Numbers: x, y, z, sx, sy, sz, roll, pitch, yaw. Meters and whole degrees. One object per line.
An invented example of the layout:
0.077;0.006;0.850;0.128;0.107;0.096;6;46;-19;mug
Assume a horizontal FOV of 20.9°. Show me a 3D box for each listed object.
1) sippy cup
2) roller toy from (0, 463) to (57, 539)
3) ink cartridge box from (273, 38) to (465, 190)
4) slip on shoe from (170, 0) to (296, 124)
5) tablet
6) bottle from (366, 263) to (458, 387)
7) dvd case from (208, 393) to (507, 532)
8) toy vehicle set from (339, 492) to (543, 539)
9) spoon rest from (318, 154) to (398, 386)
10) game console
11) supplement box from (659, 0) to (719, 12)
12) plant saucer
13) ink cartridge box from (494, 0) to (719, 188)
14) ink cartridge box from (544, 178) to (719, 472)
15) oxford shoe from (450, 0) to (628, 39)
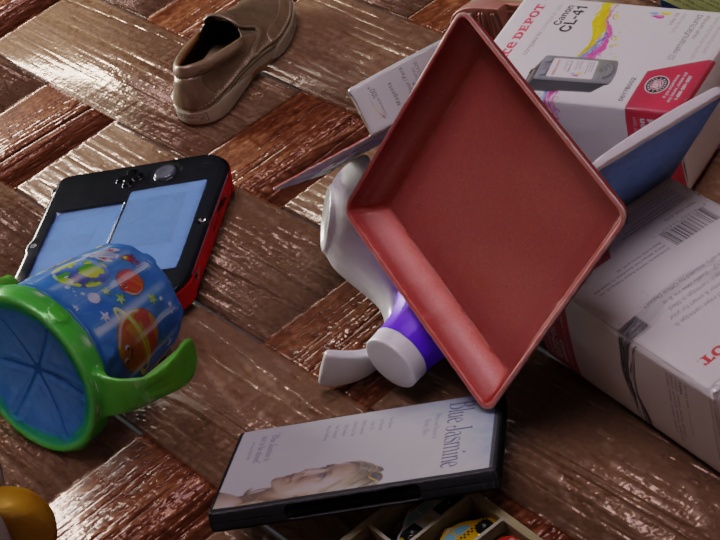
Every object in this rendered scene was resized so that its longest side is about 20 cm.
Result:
-0.210;0.048;1.492;0.178;0.140;0.130;44;47;7;sippy cup
-0.325;0.182;1.315;0.183;0.199;0.140;-49;34;16;roller toy
0.020;-0.125;1.495;0.173;0.044;0.200;-26;1;12;ink cartridge box
-0.122;-0.219;1.839;0.076;0.061;0.200;8;44;29;slip on shoe
0.183;-0.051;1.410;0.130;0.200;0.014;-31;71;-26;tablet
0.083;0.005;1.460;0.065;0.084;0.200;41;62;6;bottle
0.002;0.130;1.348;0.199;0.018;0.143;-10;16;9;dvd case
0.018;0.218;1.262;0.200;0.027;0.124;-35;41;-23;toy vehicle set
0.000;0.000;1.507;0.060;0.100;0.201;7;52;-7;spoon rest
-0.205;-0.025;1.653;0.176;0.031;0.201;-4;39;16;game console
0.352;-0.297;1.639;0.134;0.201;0.200;-32;40;-19;supplement box
0.091;-0.042;1.351;0.037;0.200;0.200;-10;54;-40;plant saucer
0.202;-0.148;1.606;0.199;0.086;0.148;11;45;29;ink cartridge box
0.237;0.035;1.362;0.145;0.085;0.200;-32;38;-19;ink cartridge box
0.179;-0.227;1.727;0.199;0.071;0.074;11;42;31;oxford shoe
